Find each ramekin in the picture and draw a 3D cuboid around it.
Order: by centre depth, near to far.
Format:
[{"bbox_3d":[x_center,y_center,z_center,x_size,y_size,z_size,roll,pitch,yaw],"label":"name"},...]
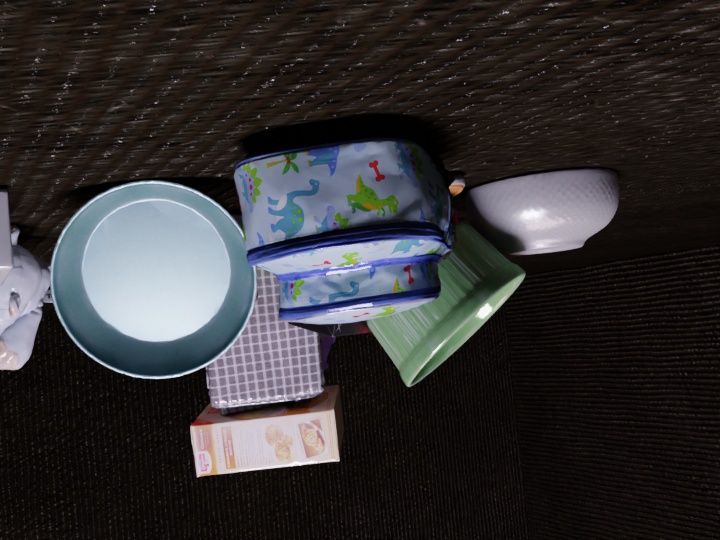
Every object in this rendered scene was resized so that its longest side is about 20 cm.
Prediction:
[{"bbox_3d":[0.099,0.038,1.003,0.199,0.098,0.201,-41,167,-11],"label":"ramekin"}]

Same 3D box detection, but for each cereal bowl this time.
[{"bbox_3d":[0.228,-0.067,1.028,0.194,0.086,0.200,-5,176,0],"label":"cereal bowl"}]

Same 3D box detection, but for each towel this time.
[{"bbox_3d":[-0.133,0.085,1.109,0.161,0.206,0.086,-6,175,-12],"label":"towel"}]

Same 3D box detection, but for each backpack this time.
[{"bbox_3d":[-0.008,-0.032,0.691,0.178,0.151,0.200,-9,173,10],"label":"backpack"}]

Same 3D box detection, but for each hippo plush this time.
[{"bbox_3d":[-0.422,0.037,0.959,0.195,0.164,0.160,-4,176,-22],"label":"hippo plush"}]

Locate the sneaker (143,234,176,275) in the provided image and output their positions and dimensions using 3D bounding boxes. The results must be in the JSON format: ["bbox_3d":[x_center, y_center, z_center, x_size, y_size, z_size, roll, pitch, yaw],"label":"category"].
[{"bbox_3d":[-0.258,-0.026,0.888,0.075,0.083,0.198,-5,177,-41],"label":"sneaker"}]

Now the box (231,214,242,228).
[{"bbox_3d":[-0.188,-0.039,1.040,0.119,0.049,0.199,-8,176,30],"label":"box"}]

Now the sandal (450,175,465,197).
[{"bbox_3d":[0.075,-0.066,0.971,0.077,0.061,0.207,-5,176,-7],"label":"sandal"}]

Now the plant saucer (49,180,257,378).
[{"bbox_3d":[-0.200,0.007,0.802,0.194,0.205,0.036,-5,-159,-10],"label":"plant saucer"}]

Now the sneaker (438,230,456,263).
[{"bbox_3d":[0.012,-0.056,0.914,0.195,0.080,0.085,12,-174,-1],"label":"sneaker"}]

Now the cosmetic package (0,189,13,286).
[{"bbox_3d":[-0.390,-0.024,0.778,0.099,0.073,0.199,-4,176,-28],"label":"cosmetic package"}]

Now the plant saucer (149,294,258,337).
[{"bbox_3d":[-0.218,0.027,0.942,0.195,0.052,0.201,-9,-168,2],"label":"plant saucer"}]

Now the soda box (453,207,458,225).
[{"bbox_3d":[0.051,-0.042,1.204,0.197,0.072,0.063,-10,177,43],"label":"soda box"}]

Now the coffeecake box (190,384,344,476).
[{"bbox_3d":[-0.126,0.224,1.159,0.194,0.075,0.154,-7,-175,2],"label":"coffeecake box"}]

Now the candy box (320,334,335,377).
[{"bbox_3d":[-0.118,0.070,1.269,0.164,0.205,0.071,18,169,-15],"label":"candy box"}]

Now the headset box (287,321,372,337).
[{"bbox_3d":[0.000,0.000,1.067,0.074,0.153,0.198,13,-174,30],"label":"headset box"}]
